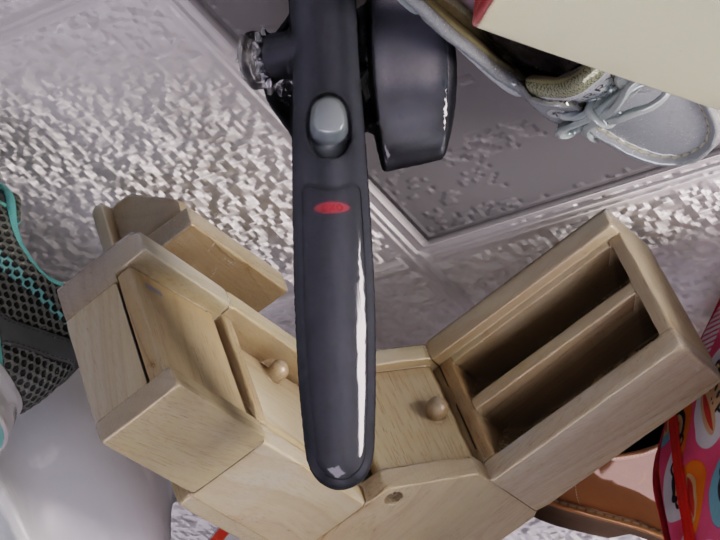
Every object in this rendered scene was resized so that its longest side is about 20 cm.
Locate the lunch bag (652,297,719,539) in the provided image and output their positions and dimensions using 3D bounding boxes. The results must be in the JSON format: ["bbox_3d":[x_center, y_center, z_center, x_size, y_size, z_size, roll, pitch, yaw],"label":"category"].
[{"bbox_3d":[0.178,0.095,0.883,0.082,0.200,0.177,15,124,-10],"label":"lunch bag"}]

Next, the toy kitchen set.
[{"bbox_3d":[0.000,0.000,0.895,0.180,0.163,0.200,-37,138,16],"label":"toy kitchen set"}]

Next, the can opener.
[{"bbox_3d":[-0.008,-0.021,0.787,0.078,0.201,0.063,0,166,9],"label":"can opener"}]

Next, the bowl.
[{"bbox_3d":[-0.139,0.080,0.995,0.090,0.201,0.201,-28,145,-15],"label":"bowl"}]

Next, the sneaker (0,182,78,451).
[{"bbox_3d":[-0.185,-0.015,0.901,0.200,0.091,0.078,49,146,11],"label":"sneaker"}]

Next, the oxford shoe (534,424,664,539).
[{"bbox_3d":[0.168,0.093,1.011,0.199,0.071,0.071,8,138,3],"label":"oxford shoe"}]

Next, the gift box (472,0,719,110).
[{"bbox_3d":[0.147,-0.128,0.617,0.186,0.201,0.185,16,148,-12],"label":"gift box"}]

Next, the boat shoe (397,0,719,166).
[{"bbox_3d":[0.063,-0.092,0.786,0.074,0.065,0.202,-22,134,35],"label":"boat shoe"}]

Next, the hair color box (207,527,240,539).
[{"bbox_3d":[-0.016,0.161,1.032,0.111,0.064,0.200,-51,154,12],"label":"hair color box"}]
